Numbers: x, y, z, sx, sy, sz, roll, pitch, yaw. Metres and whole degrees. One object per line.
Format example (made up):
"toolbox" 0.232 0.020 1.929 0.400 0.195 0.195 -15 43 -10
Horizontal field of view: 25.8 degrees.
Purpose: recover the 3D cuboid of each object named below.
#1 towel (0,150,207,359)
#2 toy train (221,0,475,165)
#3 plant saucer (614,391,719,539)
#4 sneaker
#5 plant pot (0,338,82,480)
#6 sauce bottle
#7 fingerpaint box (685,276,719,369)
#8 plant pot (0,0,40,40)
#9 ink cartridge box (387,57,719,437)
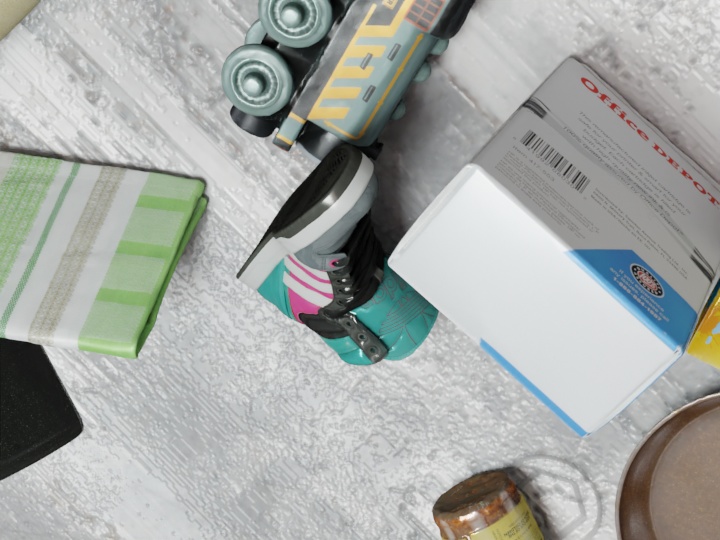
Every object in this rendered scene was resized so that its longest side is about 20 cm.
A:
"towel" -0.217 -0.012 1.066 0.199 0.150 0.031 9 146 15
"toy train" -0.004 -0.151 0.959 0.114 0.085 0.200 30 119 -4
"plant saucer" 0.264 0.160 1.007 0.199 0.034 0.201 8 114 19
"sneaker" 0.000 0.000 0.983 0.121 0.084 0.200 35 159 -6
"plant pot" -0.358 0.097 1.137 0.199 0.177 0.200 -20 103 25
"sauce bottle" 0.116 0.236 1.077 0.066 0.066 0.201 -19 104 26
"fingerpaint box" 0.315 0.014 0.903 0.199 0.073 0.167 27 115 9
"plant pot" -0.310 -0.181 1.020 0.199 0.187 0.188 -20 103 11
"ink cartridge box" 0.123 -0.021 0.892 0.146 0.200 0.086 42 121 1
